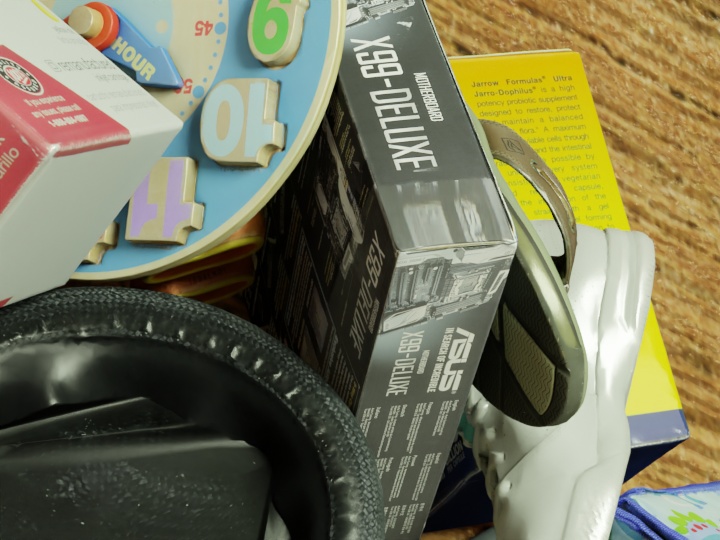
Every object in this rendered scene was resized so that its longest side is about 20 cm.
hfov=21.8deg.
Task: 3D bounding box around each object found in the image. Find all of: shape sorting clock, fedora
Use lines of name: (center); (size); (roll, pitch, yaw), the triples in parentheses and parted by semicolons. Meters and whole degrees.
shape sorting clock: (-0.100, -0.095, 0.737); (0.039, 0.199, 0.201); (13, 55, -68)
fedora: (-0.094, 0.102, 0.704); (0.200, 0.092, 0.201); (5, 59, -9)

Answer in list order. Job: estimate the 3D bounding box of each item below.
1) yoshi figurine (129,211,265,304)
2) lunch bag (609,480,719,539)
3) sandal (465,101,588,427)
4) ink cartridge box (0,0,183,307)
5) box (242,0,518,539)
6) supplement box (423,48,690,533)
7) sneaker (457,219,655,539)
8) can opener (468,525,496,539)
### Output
yoshi figurine: (-0.088, -0.089, 0.815); (0.112, 0.112, 0.201); (1, 62, -61)
lunch bag: (0.202, 0.194, 0.922); (0.170, 0.127, 0.200); (5, 51, -57)
sandal: (0.057, -0.025, 0.766); (0.057, 0.080, 0.201); (-4, 45, -16)
ink cartridge box: (-0.177, -0.080, 0.647); (0.200, 0.084, 0.145); (40, 13, 4)
box: (0.000, 0.000, 0.772); (0.050, 0.200, 0.158); (-4, 48, -17)
supplement box: (0.062, 0.010, 0.893); (0.109, 0.109, 0.201); (-6, 68, -20)
sneaker: (0.066, 0.065, 0.776); (0.088, 0.075, 0.201); (12, 55, 1)
can opener: (0.035, 0.167, 0.853); (0.200, 0.052, 0.067); (-27, 120, -46)
